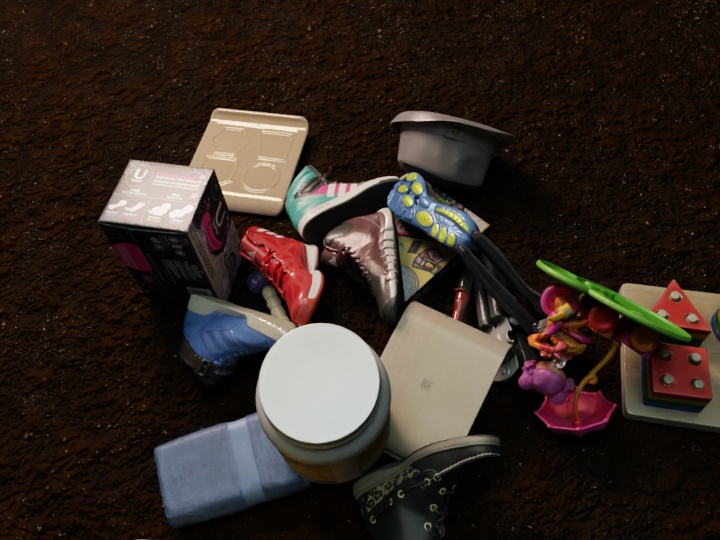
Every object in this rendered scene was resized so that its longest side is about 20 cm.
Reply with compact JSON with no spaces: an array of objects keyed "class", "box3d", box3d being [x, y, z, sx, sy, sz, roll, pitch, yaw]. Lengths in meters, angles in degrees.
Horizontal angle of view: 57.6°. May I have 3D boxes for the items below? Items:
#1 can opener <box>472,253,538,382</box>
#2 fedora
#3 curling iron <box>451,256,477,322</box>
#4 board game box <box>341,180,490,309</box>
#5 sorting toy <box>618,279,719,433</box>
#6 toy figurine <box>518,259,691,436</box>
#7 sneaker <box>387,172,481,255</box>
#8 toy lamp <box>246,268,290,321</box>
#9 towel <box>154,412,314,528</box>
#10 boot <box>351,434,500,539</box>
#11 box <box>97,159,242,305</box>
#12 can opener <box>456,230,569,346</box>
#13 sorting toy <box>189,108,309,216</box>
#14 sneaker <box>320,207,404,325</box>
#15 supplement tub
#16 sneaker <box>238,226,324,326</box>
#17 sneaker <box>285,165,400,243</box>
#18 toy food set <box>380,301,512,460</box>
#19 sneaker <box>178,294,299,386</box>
[{"class":"can opener","box3d":[0.196,0.066,0.924,0.066,0.053,0.201,13,53,-29]},{"class":"fedora","box3d":[0.138,-0.182,1.040,0.199,0.177,0.091,13,90,-16]},{"class":"curling iron","box3d":[0.135,0.037,0.935,0.049,0.026,0.201,17,70,20]},{"class":"board game box","box3d":[0.082,-0.038,1.002,0.200,0.035,0.135,-40,62,-19]},{"class":"sorting toy","box3d":[0.453,0.102,0.859,0.198,0.070,0.200,7,57,9]},{"class":"toy figurine","box3d":[0.266,0.112,0.809,0.199,0.150,0.185,26,102,0]},{"class":"sneaker","box3d":[0.109,-0.078,0.968,0.071,0.083,0.200,-50,47,5]},{"class":"toy lamp","box3d":[-0.106,0.086,0.924,0.058,0.058,0.201,-24,57,-11]},{"class":"towel","box3d":[-0.151,0.245,0.828,0.199,0.049,0.112,-15,61,-7]},{"class":"boot","box3d":[0.086,0.282,0.734,0.203,0.073,0.155,-32,55,28]},{"class":"box","box3d":[-0.257,-0.047,0.937,0.131,0.200,0.115,7,58,9]},{"class":"can opener","box3d":[0.204,0.030,0.880,0.200,0.079,0.063,41,84,-10]},{"class":"sorting toy","box3d":[-0.196,-0.186,1.126,0.184,0.037,0.201,8,62,10]},{"class":"sneaker","box3d":[0.000,0.000,0.929,0.115,0.076,0.201,-8,46,6]},{"class":"supplement tub","box3d":[-0.037,0.151,0.731,0.143,0.200,0.145,-1,64,1]},{"class":"sneaker","box3d":[-0.117,0.006,0.902,0.115,0.079,0.200,20,17,-15]},{"class":"sneaker","box3d":[-0.037,-0.122,1.044,0.199,0.084,0.121,-24,50,-28]},{"class":"toy food set","box3d":[0.090,0.154,0.852,0.143,0.060,0.201,24,79,19]},{"class":"sneaker","box3d":[-0.163,0.107,0.877,0.199,0.077,0.112,14,89,28]}]
